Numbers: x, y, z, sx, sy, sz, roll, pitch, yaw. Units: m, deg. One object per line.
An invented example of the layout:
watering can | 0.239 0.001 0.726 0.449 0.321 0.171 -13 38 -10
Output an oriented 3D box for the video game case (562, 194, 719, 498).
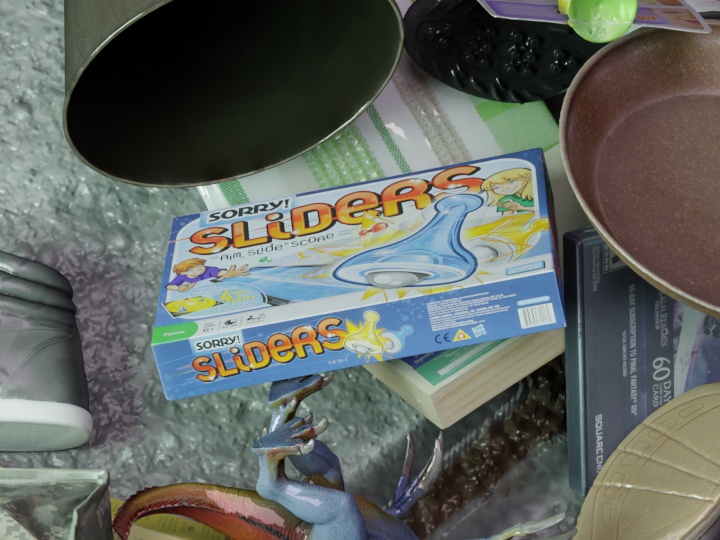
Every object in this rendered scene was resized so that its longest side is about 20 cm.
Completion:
video game case | 0.194 0.026 1.372 0.199 0.019 0.143 -14 115 -24

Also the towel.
towel | -0.004 -0.085 1.458 0.199 0.031 0.150 -24 76 -18

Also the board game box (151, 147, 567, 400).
board game box | 0.000 0.000 1.330 0.199 0.035 0.136 -11 28 6

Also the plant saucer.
plant saucer | 0.191 -0.041 1.317 0.200 0.037 0.201 7 49 -8

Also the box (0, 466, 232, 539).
box | -0.151 0.146 1.320 0.199 0.050 0.076 15 95 -2

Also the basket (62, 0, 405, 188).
basket | -0.085 -0.166 1.394 0.180 0.136 0.200 -22 49 5

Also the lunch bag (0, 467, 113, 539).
lunch bag | -0.218 0.180 1.242 0.199 0.118 0.165 2 110 6

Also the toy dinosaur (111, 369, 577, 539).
toy dinosaur | 0.001 0.135 1.315 0.199 0.105 0.182 -24 115 1

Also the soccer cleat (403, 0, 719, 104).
soccer cleat | 0.114 -0.136 1.464 0.199 0.068 0.073 -1 35 -15

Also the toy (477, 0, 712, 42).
toy | 0.107 -0.170 1.402 0.115 0.200 0.047 3 112 -10

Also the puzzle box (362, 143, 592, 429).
puzzle box | 0.085 -0.002 1.390 0.200 0.025 0.133 -31 34 -15

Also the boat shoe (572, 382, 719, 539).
boat shoe | 0.145 0.148 1.329 0.072 0.065 0.200 15 63 41

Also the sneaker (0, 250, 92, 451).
sneaker | -0.235 0.034 1.359 0.199 0.071 0.100 5 66 -12
